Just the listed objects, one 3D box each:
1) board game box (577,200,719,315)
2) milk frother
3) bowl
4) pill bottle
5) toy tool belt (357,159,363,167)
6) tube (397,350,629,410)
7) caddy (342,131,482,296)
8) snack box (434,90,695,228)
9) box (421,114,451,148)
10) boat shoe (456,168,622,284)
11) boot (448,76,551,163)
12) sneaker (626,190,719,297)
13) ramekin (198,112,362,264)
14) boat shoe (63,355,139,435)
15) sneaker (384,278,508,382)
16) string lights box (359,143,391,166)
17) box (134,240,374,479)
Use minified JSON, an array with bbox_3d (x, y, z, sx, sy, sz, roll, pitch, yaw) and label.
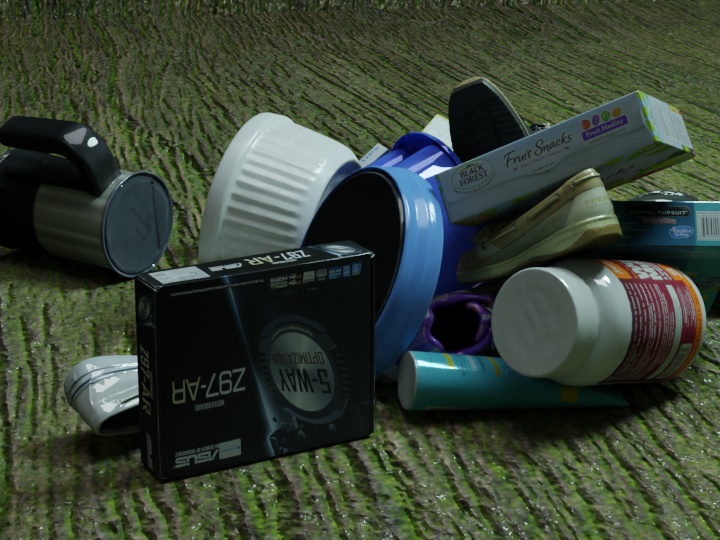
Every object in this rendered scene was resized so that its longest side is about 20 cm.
[{"bbox_3d":[0.271,-0.006,1.575,0.149,0.048,0.200,1,-22,1],"label":"board game box"},{"bbox_3d":[-0.342,-0.048,1.777,0.186,0.181,0.202,12,64,32],"label":"milk frother"},{"bbox_3d":[0.000,0.000,1.485,0.039,0.203,0.200,19,7,-31],"label":"bowl"},{"bbox_3d":[0.209,0.045,1.435,0.109,0.111,0.199,17,9,41],"label":"pill bottle"},{"bbox_3d":[-0.062,-0.053,1.833,0.198,0.123,0.126,5,54,30],"label":"toy tool belt"},{"bbox_3d":[0.132,0.100,1.444,0.197,0.051,0.078,3,26,-19],"label":"tube"},{"bbox_3d":[0.065,-0.033,1.606,0.104,0.202,0.141,-23,13,-30],"label":"caddy"},{"bbox_3d":[0.184,-0.094,1.465,0.198,0.054,0.142,-22,-11,24],"label":"snack box"},{"bbox_3d":[0.134,-0.072,1.695,0.199,0.049,0.117,29,47,13],"label":"box"},{"bbox_3d":[0.151,-0.033,1.448,0.072,0.064,0.200,-10,-7,-31],"label":"boat shoe"},{"bbox_3d":[0.154,-0.130,1.621,0.077,0.201,0.139,-12,34,26],"label":"boot"},{"bbox_3d":[0.357,-0.018,1.698,0.198,0.077,0.091,21,28,-1],"label":"sneaker"},{"bbox_3d":[-0.073,-0.049,1.656,0.104,0.203,0.200,17,22,18],"label":"ramekin"},{"bbox_3d":[-0.153,0.108,1.391,0.198,0.074,0.067,-9,49,-33],"label":"boat shoe"},{"bbox_3d":[0.110,0.047,1.499,0.198,0.081,0.088,-15,-9,-30],"label":"sneaker"},{"bbox_3d":[0.064,-0.067,1.837,0.059,0.103,0.200,-43,27,-4],"label":"string lights box"},{"bbox_3d":[-0.083,0.070,1.331,0.198,0.162,0.043,-8,18,-29],"label":"box"}]
